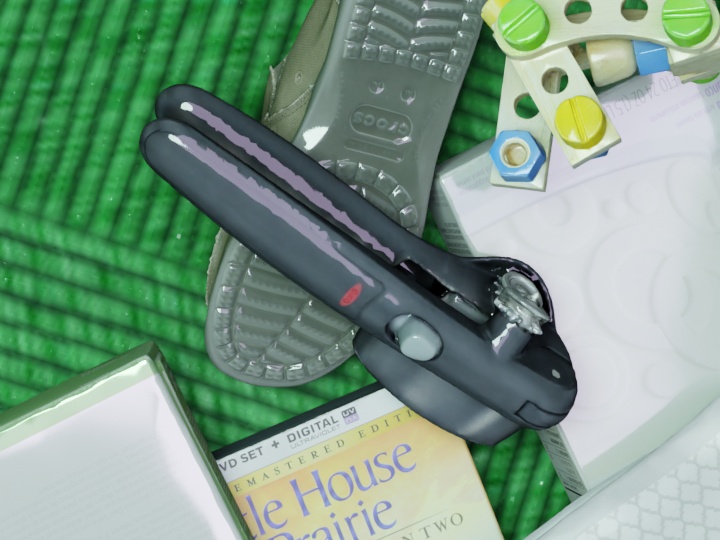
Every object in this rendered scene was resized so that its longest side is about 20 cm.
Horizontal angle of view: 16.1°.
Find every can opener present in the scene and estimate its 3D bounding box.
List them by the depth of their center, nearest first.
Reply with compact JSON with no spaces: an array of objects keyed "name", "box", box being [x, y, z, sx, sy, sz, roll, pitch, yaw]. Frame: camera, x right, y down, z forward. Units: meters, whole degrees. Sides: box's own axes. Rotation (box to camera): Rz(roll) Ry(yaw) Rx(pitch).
[{"name":"can opener","box":[0.000,0.000,0.956,0.200,0.063,0.079,37,111,-20]}]

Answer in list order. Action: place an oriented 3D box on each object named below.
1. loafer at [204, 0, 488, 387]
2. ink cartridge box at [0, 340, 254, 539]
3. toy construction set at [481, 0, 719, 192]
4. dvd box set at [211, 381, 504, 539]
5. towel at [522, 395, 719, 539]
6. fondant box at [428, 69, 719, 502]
[{"name":"loafer","box":[-0.007,-0.047,1.014,0.075,0.070,0.201,21,103,-19]},{"name":"ink cartridge box","box":[-0.100,0.149,0.985,0.145,0.048,0.201,-26,96,1]},{"name":"toy construction set","box":[0.080,-0.139,0.941,0.131,0.092,0.201,-19,92,10]},{"name":"dvd box set","box":[0.001,0.156,1.035,0.146,0.029,0.201,-22,95,-8]},{"name":"towel","box":[0.126,0.160,0.945,0.200,0.032,0.191,-35,57,-6]},{"name":"fondant box","box":[0.132,0.019,1.042,0.144,0.058,0.201,-27,97,-8]}]
